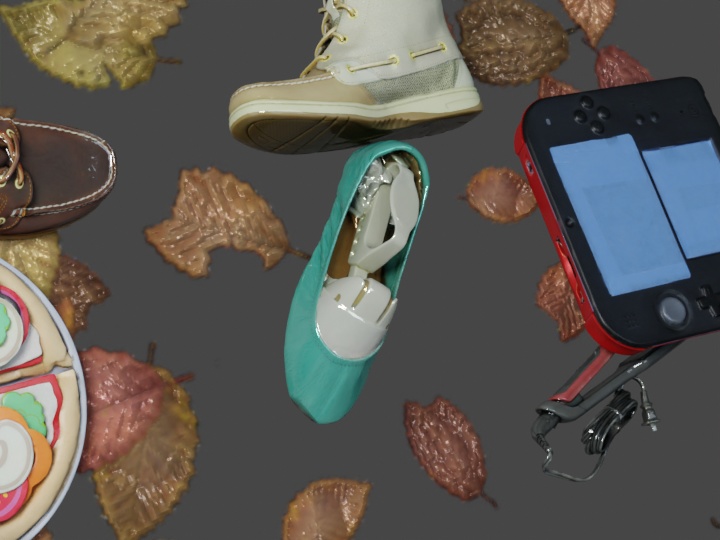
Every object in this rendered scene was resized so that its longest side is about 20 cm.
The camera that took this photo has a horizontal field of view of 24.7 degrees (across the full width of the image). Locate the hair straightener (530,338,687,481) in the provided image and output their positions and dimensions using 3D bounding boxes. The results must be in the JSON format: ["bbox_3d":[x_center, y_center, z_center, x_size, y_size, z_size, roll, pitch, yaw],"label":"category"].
[{"bbox_3d":[0.191,0.085,1.171,0.200,0.041,0.077,-42,97,-34],"label":"hair straightener"}]

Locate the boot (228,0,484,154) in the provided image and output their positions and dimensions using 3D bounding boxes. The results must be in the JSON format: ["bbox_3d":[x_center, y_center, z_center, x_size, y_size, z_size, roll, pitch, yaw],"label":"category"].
[{"bbox_3d":[-0.016,-0.165,1.115,0.198,0.072,0.157,-9,81,-35],"label":"boot"}]

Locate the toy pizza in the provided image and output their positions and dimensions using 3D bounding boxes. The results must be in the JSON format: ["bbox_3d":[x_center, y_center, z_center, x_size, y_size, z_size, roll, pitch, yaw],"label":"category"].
[{"bbox_3d":[-0.249,0.078,0.939,0.198,0.032,0.203,6,77,-27],"label":"toy pizza"}]

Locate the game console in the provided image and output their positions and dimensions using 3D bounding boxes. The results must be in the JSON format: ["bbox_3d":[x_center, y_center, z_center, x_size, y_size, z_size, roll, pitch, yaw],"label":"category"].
[{"bbox_3d":[0.214,-0.044,1.198,0.175,0.031,0.202,-12,71,-22],"label":"game console"}]

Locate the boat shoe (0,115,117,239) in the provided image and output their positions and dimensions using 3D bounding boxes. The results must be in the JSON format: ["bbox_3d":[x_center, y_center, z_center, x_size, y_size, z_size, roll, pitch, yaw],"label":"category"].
[{"bbox_3d":[-0.232,-0.056,0.972,0.198,0.070,0.071,-8,80,-31],"label":"boat shoe"}]

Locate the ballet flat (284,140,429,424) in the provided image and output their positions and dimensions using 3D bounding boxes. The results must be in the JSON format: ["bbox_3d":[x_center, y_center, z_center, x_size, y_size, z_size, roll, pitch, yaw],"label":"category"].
[{"bbox_3d":[0.000,0.000,1.078,0.067,0.070,0.202,24,67,-20],"label":"ballet flat"}]
